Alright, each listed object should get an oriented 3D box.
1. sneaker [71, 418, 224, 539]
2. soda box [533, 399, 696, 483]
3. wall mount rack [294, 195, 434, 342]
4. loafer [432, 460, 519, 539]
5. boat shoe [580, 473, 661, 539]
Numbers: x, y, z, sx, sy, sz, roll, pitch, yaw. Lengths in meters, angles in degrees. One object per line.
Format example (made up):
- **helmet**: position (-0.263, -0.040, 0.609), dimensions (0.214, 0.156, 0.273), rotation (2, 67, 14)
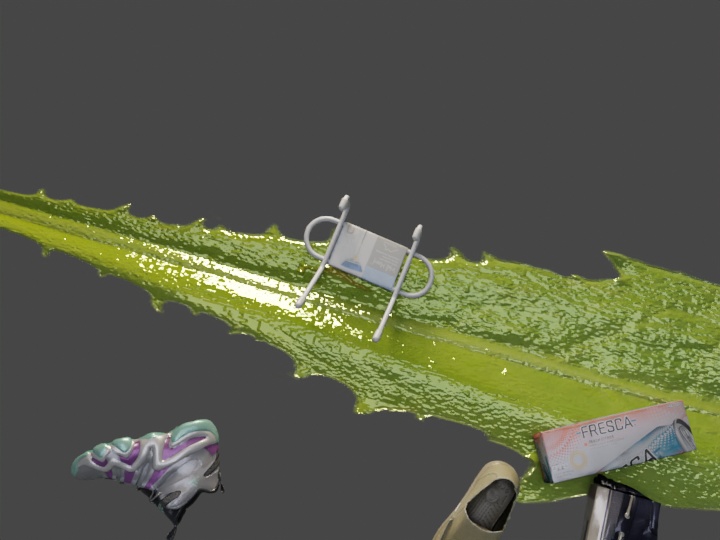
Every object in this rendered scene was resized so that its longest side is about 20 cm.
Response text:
- **sneaker**: position (-0.274, 0.286, 1.163), dimensions (0.196, 0.078, 0.143), rotation (-14, 77, -2)
- **soda box**: position (0.333, 0.227, 1.174), dimensions (0.196, 0.064, 0.070), rotation (-13, 77, -1)
- **wall mount rack**: position (0.000, 0.000, 1.224), dimensions (0.197, 0.075, 0.177), rotation (22, 79, 6)
- **loafer**: position (0.143, 0.338, 1.149), dimensions (0.075, 0.068, 0.202), rotation (28, 79, 7)
- **boat shoe**: position (0.326, 0.373, 1.135), dimensions (0.091, 0.075, 0.204), rotation (14, 80, 6)
